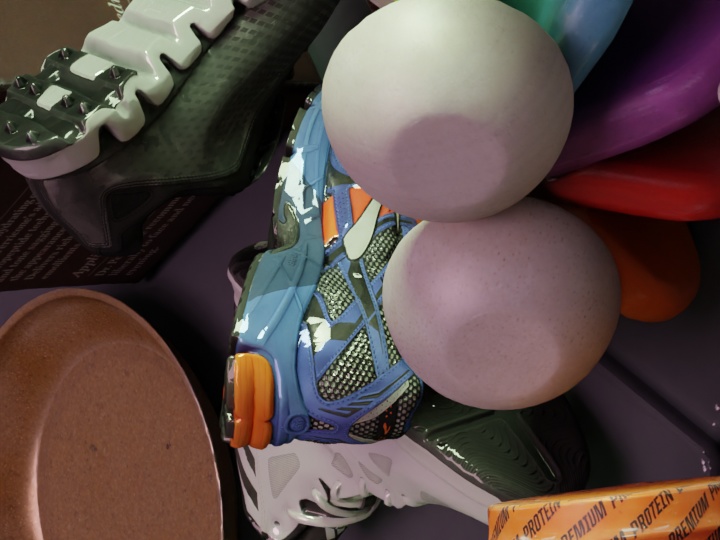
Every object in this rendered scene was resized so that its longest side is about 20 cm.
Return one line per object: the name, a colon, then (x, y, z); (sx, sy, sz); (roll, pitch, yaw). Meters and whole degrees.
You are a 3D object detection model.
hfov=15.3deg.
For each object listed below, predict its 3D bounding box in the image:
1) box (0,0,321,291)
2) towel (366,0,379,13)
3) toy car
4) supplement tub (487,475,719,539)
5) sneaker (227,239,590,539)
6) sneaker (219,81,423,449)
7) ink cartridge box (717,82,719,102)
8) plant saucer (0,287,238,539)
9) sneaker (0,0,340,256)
box: (-0.159, -0.099, 1.152); (0.166, 0.200, 0.165); (-43, 62, 39)
towel: (0.053, -0.183, 1.048); (0.200, 0.023, 0.144); (-44, 63, 41)
toy car: (0.073, -0.062, 0.937); (0.149, 0.175, 0.200); (-10, 127, 11)
supplement tub: (0.101, 0.172, 0.890); (0.122, 0.122, 0.201); (-11, 84, 47)
sneaker: (0.015, 0.077, 1.084); (0.200, 0.075, 0.116); (36, 131, 42)
sneaker: (0.000, 0.000, 1.036); (0.075, 0.078, 0.200); (101, -178, -45)
ink cartridge box: (0.225, -0.044, 0.823); (0.200, 0.083, 0.146); (-31, 71, 43)
plant saucer: (-0.116, 0.107, 1.239); (0.200, 0.035, 0.201); (4, 96, 46)
sneaker: (-0.056, -0.079, 1.057); (0.066, 0.200, 0.091); (24, 148, 45)
